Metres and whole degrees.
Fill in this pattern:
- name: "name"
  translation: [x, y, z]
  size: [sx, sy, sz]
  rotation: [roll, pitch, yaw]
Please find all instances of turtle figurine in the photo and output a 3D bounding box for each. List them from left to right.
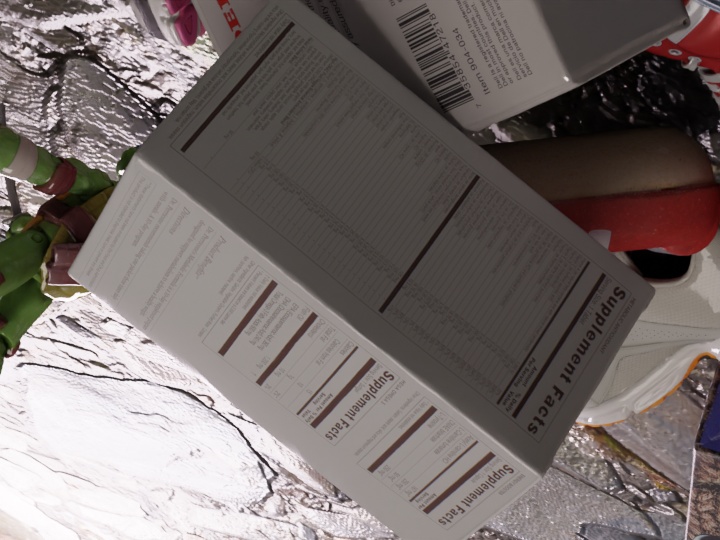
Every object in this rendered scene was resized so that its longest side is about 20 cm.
- name: "turtle figurine"
  translation: [-0.211, -0.026, 1.109]
  size: [0.200, 0.194, 0.144]
  rotation: [44, 153, -12]

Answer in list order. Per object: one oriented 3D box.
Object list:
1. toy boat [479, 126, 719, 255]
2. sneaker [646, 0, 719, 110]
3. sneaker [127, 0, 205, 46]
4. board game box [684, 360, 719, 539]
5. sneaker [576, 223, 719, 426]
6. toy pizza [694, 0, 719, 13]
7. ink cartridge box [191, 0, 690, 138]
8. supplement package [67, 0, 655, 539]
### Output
- name: "toy boat"
  translation: [0.076, 0.003, 0.939]
  size: [0.198, 0.132, 0.131]
  rotation: [-6, -177, -5]
- name: "sneaker"
  translation: [0.169, -0.086, 0.859]
  size: [0.112, 0.072, 0.201]
  rotation: [16, 142, 8]
- name: "sneaker"
  translation: [-0.126, -0.192, 0.911]
  size: [0.087, 0.074, 0.201]
  rotation: [6, 141, 29]
- name: "board game box"
  translation: [0.274, 0.131, 1.109]
  size: [0.158, 0.097, 0.201]
  rotation: [15, 149, 17]
- name: "sneaker"
  translation: [0.155, 0.017, 1.052]
  size: [0.092, 0.076, 0.200]
  rotation: [42, 140, -15]
- name: "toy pizza"
  translation: [0.175, -0.177, 0.713]
  size: [0.198, 0.032, 0.201]
  rotation: [8, 131, 10]
- name: "ink cartridge box"
  translation: [0.021, -0.128, 0.831]
  size: [0.199, 0.084, 0.146]
  rotation: [-19, 98, 53]
- name: "supplement package"
  translation: [-0.001, 0.005, 0.800]
  size: [0.200, 0.114, 0.110]
  rotation: [39, 146, -1]
